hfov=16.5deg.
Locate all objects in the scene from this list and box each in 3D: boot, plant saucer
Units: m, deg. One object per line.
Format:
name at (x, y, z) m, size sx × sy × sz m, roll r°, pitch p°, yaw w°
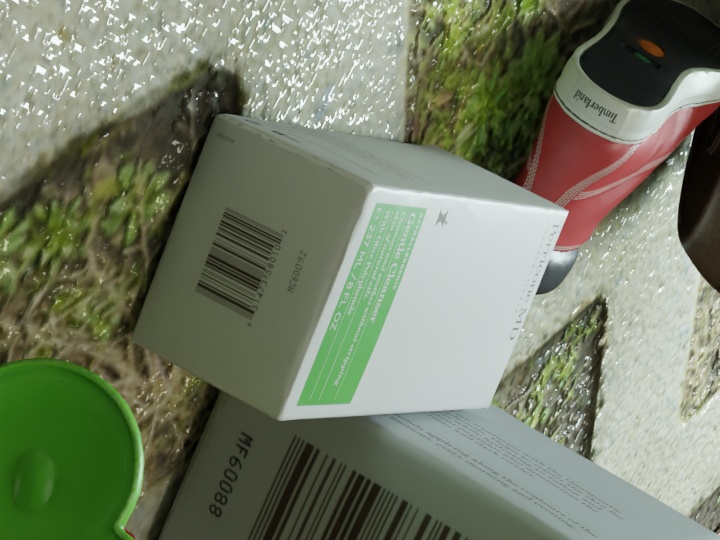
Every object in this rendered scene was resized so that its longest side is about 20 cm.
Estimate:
boot at (0.124, -0.060, 1.289) m, size 0.200 × 0.072 × 0.144 m, roll -33°, pitch 156°, yaw -57°
plant saucer at (0.215, -0.087, 1.378) m, size 0.200 × 0.034 × 0.200 m, roll -162°, pitch -90°, yaw -88°

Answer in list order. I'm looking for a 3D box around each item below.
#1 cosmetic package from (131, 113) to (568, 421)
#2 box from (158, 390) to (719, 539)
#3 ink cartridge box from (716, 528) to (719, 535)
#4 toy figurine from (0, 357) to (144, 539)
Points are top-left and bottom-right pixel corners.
cosmetic package at (0.000, 0.000, 1.078) m, size 0.200 × 0.085 × 0.108 m, roll 2°, pitch 112°, yaw -61°
box at (0.021, 0.166, 1.142) m, size 0.171 × 0.199 × 0.200 m, roll 2°, pitch 114°, yaw -63°
ink cartridge box at (0.243, 0.292, 1.829) m, size 0.200 × 0.067 × 0.116 m, roll -43°, pitch 146°, yaw -35°
toy figurine at (-0.124, 0.153, 0.987) m, size 0.184 × 0.150 × 0.200 m, roll 75°, pitch 22°, yaw -73°
